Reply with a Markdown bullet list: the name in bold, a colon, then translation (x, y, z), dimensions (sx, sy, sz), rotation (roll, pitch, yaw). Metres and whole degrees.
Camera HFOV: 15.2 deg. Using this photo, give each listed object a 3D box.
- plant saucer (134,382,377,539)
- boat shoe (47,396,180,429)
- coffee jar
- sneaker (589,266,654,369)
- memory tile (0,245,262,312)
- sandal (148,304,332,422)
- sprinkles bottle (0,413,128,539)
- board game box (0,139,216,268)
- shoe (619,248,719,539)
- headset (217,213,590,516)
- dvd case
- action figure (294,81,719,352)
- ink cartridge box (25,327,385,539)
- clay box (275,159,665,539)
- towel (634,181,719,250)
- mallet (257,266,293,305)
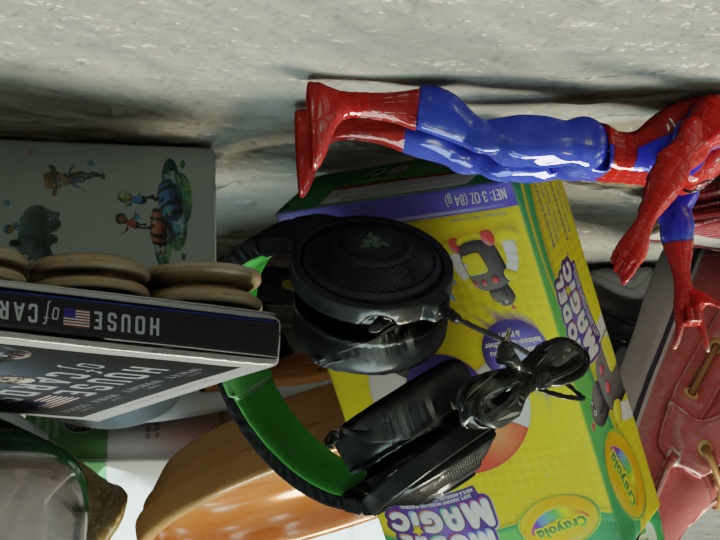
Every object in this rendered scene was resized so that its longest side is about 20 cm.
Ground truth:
- **plant saucer**: translation (-0.015, 0.090, 1.283), dimensions (0.199, 0.038, 0.200), rotation (-17, 164, -5)
- **boat shoe**: translation (-0.162, 0.034, 1.335), dimensions (0.199, 0.066, 0.070), rotation (-5, 127, 33)
- **coffee jar**: translation (-0.210, 0.087, 1.162), dimensions (0.104, 0.086, 0.200), rotation (1, -167, -40)
- **sneaker**: translation (0.112, 0.060, 1.359), dimensions (0.199, 0.114, 0.075), rotation (-2, 168, 7)
- **memory tile**: translation (-0.152, 0.012, 1.061), dimensions (0.199, 0.017, 0.153), rotation (7, 165, -28)
- **sandal**: translation (-0.065, 0.037, 1.335), dimensions (0.079, 0.060, 0.206), rotation (-18, -173, -43)
- **sprinkles bottle**: translation (-0.209, 0.077, 1.300), dimensions (0.200, 0.068, 0.068), rotation (38, 158, -10)
- **board game box**: translation (-0.170, -0.010, 1.138), dimensions (0.199, 0.065, 0.148), rotation (1, 167, -13)
- **shoe**: translation (0.161, 0.077, 1.225), dimensions (0.091, 0.201, 0.072), rotation (9, 148, 20)
- **headset**: translation (0.006, 0.043, 1.065), dimensions (0.199, 0.124, 0.094), rotation (-4, -161, 45)
- **dvd case**: translation (-0.154, 0.030, 1.048), dimensions (0.199, 0.025, 0.150), rotation (8, 164, -32)
- **action figure**: translation (0.078, -0.021, 1.031), dimensions (0.199, 0.100, 0.065), rotation (-2, 170, -8)
- **ink cartridge box**: translation (-0.078, 0.097, 1.445), dimensions (0.199, 0.084, 0.145), rotation (0, -154, -3)
- **clay box**: translation (0.050, 0.051, 1.137), dimensions (0.114, 0.201, 0.048), rotation (-8, -160, 31)
- **towel**: translation (0.237, -0.030, 1.169), dimensions (0.144, 0.023, 0.200), rotation (7, 168, -42)
- **mallet**: translation (0.000, 0.000, 1.281), dimensions (0.199, 0.066, 0.041), rotation (11, 174, 19)
